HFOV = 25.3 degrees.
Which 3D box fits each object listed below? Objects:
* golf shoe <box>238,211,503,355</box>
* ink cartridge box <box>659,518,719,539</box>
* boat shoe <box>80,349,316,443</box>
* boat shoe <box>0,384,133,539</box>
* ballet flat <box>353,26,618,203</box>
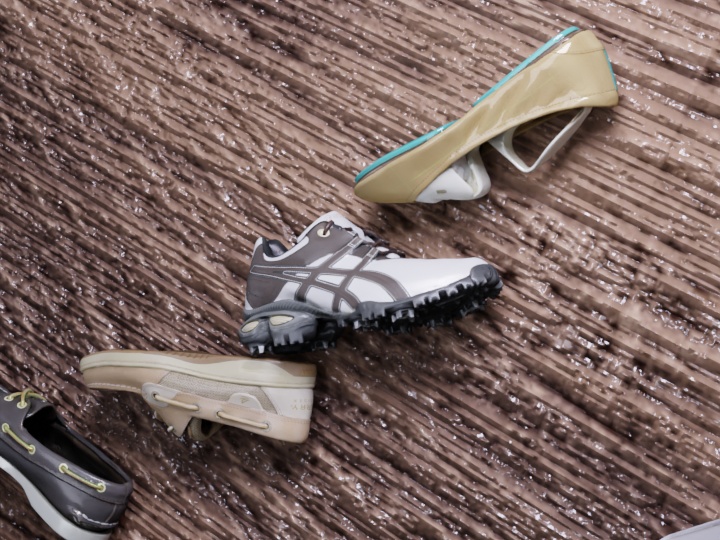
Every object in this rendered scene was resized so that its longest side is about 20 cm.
[{"bbox_3d":[0.000,0.000,1.089,0.199,0.078,0.095,-11,76,28],"label":"golf shoe"},{"bbox_3d":[0.221,0.246,0.891,0.084,0.146,0.201,-42,66,26],"label":"ink cartridge box"},{"bbox_3d":[-0.124,0.092,1.169,0.199,0.071,0.065,2,88,32],"label":"boat shoe"},{"bbox_3d":[-0.256,0.131,1.258,0.201,0.072,0.061,39,104,21],"label":"boat shoe"},{"bbox_3d":[0.081,-0.082,1.048,0.200,0.069,0.063,-33,84,29],"label":"ballet flat"}]
